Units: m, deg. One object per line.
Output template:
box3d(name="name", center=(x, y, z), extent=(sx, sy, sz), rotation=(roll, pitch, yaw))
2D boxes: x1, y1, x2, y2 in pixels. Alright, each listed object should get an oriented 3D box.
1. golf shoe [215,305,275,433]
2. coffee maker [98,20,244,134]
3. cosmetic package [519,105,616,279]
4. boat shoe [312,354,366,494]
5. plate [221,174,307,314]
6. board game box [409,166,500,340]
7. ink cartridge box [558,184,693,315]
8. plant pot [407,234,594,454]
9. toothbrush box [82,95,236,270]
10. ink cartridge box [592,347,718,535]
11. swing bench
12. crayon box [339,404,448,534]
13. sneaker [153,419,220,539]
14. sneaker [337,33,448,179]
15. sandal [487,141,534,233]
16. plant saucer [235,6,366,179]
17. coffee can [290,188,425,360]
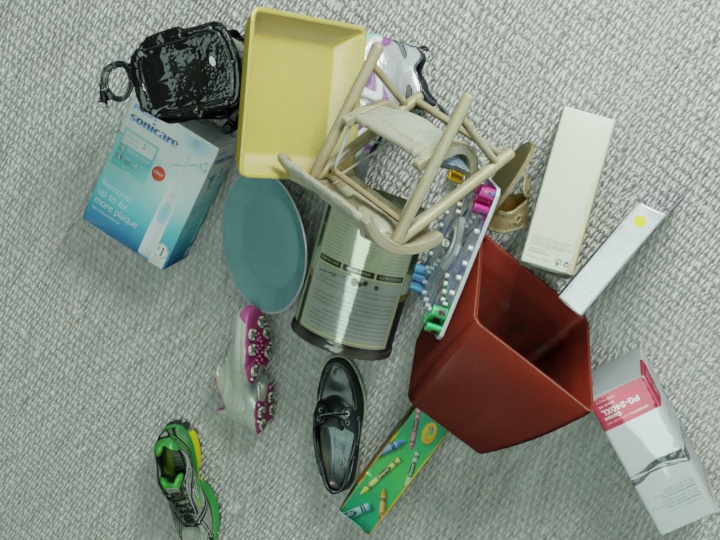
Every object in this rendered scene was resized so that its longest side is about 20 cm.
box3d(name="golf shoe", center=(-0.175, 0.140, 1.588), extent=(0.090, 0.075, 0.203), rotation=(12, 117, 23))
box3d(name="coffee maker", center=(-0.216, -0.266, 1.471), extent=(0.189, 0.200, 0.137), rotation=(13, 101, 10))
box3d(name="cosmetic package", center=(0.263, -0.097, 1.416), extent=(0.072, 0.104, 0.203), rotation=(17, 91, 8))
box3d(name="boat shoe", center=(-0.035, 0.226, 1.586), extent=(0.073, 0.066, 0.203), rotation=(7, 102, 12))
box3d(name="plate", center=(-0.129, -0.041, 1.541), extent=(0.198, 0.025, 0.204), rotation=(16, 112, 46))
box3d(name="board game box", center=(0.115, -0.037, 1.434), extent=(0.025, 0.200, 0.203), rotation=(18, 105, -11))
box3d(name="ink cartridge box", center=(0.324, -0.031, 1.375), extent=(0.047, 0.198, 0.201), rotation=(39, 95, 10))
box3d(name="plant pot", center=(0.169, 0.115, 1.442), extent=(0.199, 0.201, 0.176), rotation=(37, 121, -15))
box3d(name="toothbrush box", center=(-0.282, -0.129, 1.566), extent=(0.145, 0.085, 0.202), rotation=(32, 109, 6))
box3d(name="ink cartridge box", center=(0.380, 0.221, 1.446), extent=(0.082, 0.145, 0.202), rotation=(-27, 93, 16))
box3d(name="swing bench", center=(0.039, -0.135, 1.333), extent=(0.201, 0.130, 0.199), rotation=(-50, 47, -1))
box3d(name="crayon box", center=(0.058, 0.258, 1.543), extent=(0.058, 0.119, 0.201), rotation=(36, 106, 4))
box3d(name="sneaker", center=(-0.270, 0.333, 1.652), extent=(0.077, 0.085, 0.203), rotation=(-14, 97, 15))
box3d(name="sneaker", center=(0.048, -0.208, 1.482), extent=(0.137, 0.078, 0.204), rotation=(11, 103, 12))
box3d(name="sandal", center=(0.192, -0.071, 1.487), extent=(0.069, 0.078, 0.213), rotation=(30, 112, -14))
box3d(name="plant saucer", center=(-0.084, -0.218, 1.397), extent=(0.048, 0.198, 0.204), rotation=(13, 101, 43))
box3d(name="coffee can", center=(0.000, 0.000, 1.495), extent=(0.144, 0.146, 0.203), rotation=(19, 104, 9))
